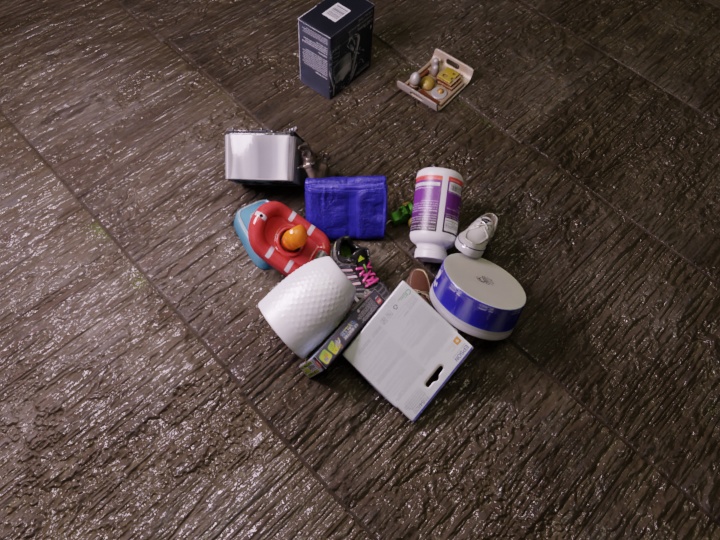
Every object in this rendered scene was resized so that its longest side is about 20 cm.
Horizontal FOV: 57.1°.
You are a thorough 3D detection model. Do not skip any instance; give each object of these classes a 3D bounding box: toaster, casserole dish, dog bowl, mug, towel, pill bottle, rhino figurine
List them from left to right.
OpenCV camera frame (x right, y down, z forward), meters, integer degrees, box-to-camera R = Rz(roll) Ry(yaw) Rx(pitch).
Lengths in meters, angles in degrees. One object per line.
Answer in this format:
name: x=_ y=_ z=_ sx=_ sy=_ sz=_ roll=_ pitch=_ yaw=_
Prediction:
casserole dish: x=-0.223 y=-0.092 z=1.552 sx=0.119 sy=0.039 sz=0.202 roll=-24 pitch=61 yaw=-18
toaster: x=-0.221 y=-0.268 z=1.570 sx=0.174 sy=0.200 sz=0.123 roll=1 pitch=92 yaw=4
mug: x=-0.102 y=0.060 z=1.376 sx=0.175 sy=0.200 sz=0.148 roll=-42 pitch=101 yaw=0
rhino figurine: x=-0.099 y=-0.236 z=1.571 sx=0.058 sy=0.200 sz=0.090 roll=-6 pitch=64 yaw=21
towel: x=-0.033 y=-0.142 z=1.535 sx=0.193 sy=0.153 sz=0.050 roll=-2 pitch=19 yaw=-3
pill bottle: x=0.172 y=-0.125 z=1.522 sx=0.109 sy=0.113 sz=0.207 roll=8 pitch=84 yaw=2
dog bowl: x=0.249 y=0.052 z=1.406 sx=0.194 sy=0.080 sz=0.202 roll=17 pitch=29 yaw=-10

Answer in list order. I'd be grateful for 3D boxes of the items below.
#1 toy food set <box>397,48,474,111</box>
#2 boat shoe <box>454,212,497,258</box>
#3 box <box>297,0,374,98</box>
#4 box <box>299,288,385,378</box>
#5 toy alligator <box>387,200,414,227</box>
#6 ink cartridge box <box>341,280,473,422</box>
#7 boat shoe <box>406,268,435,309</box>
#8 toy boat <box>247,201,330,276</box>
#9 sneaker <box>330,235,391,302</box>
toy food set: x=0.214 y=-0.546 z=1.872 sx=0.142 sy=0.061 sz=0.200 roll=35 pitch=61 yaw=19
boat shoe: x=0.272 y=-0.088 z=1.504 sx=0.070 sy=0.071 sz=0.199 roll=31 pitch=28 yaw=16
box: x=-0.067 y=-0.627 z=1.827 sx=0.123 sy=0.199 sz=0.200 roll=34 pitch=60 yaw=18
box: x=-0.037 y=0.130 z=1.365 sx=0.035 sy=0.110 sz=0.200 roll=44 pitch=61 yaw=-3
toy alligator: x=0.116 y=-0.140 z=1.594 sx=0.194 sy=0.055 sz=0.060 roll=-16 pitch=57 yaw=-14
ink cartridge box: x=0.095 y=0.163 z=1.340 sx=0.199 sy=0.041 sz=0.200 roll=42 pitch=86 yaw=6
boat shoe: x=0.134 y=0.077 z=1.436 sx=0.073 sy=0.073 sz=0.205 roll=0 pitch=56 yaw=-3
toy boat: x=-0.151 y=-0.069 z=1.447 sx=0.197 sy=0.130 sz=0.133 roll=34 pitch=71 yaw=-10
sneaker: x=0.000 y=0.000 z=1.467 sx=0.073 sy=0.089 sz=0.201 roll=-25 pitch=60 yaw=-30
